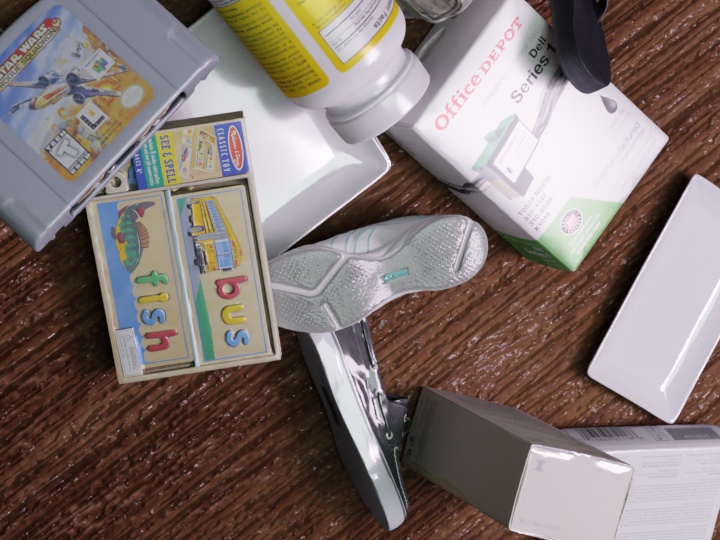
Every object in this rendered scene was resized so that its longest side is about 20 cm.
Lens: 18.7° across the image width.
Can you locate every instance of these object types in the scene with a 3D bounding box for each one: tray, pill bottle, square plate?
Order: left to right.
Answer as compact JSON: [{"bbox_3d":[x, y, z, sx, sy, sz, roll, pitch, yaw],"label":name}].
[{"bbox_3d":[-0.101,-0.103,1.726,0.200,0.028,0.199,-38,113,-13],"label":"square plate"},{"bbox_3d":[-0.038,-0.197,1.660,0.112,0.112,0.200,-43,112,-11],"label":"pill bottle"},{"bbox_3d":[0.280,0.024,1.922,0.107,0.022,0.201,30,87,-25],"label":"tray"}]

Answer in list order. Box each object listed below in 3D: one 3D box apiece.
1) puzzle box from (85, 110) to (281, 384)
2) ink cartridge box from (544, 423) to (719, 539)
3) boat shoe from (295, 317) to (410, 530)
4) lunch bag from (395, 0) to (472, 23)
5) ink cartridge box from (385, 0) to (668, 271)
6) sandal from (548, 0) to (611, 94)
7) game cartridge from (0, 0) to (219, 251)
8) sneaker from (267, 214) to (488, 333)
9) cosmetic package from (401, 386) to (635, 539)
[{"bbox_3d":[-0.139,-0.016,1.685,0.132,0.025,0.201,-9,109,-1],"label":"puzzle box"},{"bbox_3d":[0.236,0.233,1.942,0.161,0.050,0.201,0,118,-24],"label":"ink cartridge box"},{"bbox_3d":[0.009,0.115,1.799,0.066,0.070,0.201,-25,102,-16],"label":"boat shoe"},{"bbox_3d":[0.079,-0.298,1.691,0.139,0.168,0.200,41,82,-25],"label":"lunch bag"},{"bbox_3d":[0.131,-0.118,1.794,0.200,0.084,0.146,39,83,-25],"label":"ink cartridge box"},{"bbox_3d":[0.179,-0.235,1.762,0.076,0.043,0.201,25,48,-50],"label":"sandal"},{"bbox_3d":[-0.220,-0.129,1.630,0.133,0.042,0.200,42,82,4],"label":"game cartridge"},{"bbox_3d":[0.000,0.000,1.763,0.199,0.080,0.071,-14,104,-14],"label":"sneaker"},{"bbox_3d":[0.125,0.159,1.780,0.103,0.200,0.074,15,95,-25],"label":"cosmetic package"}]
